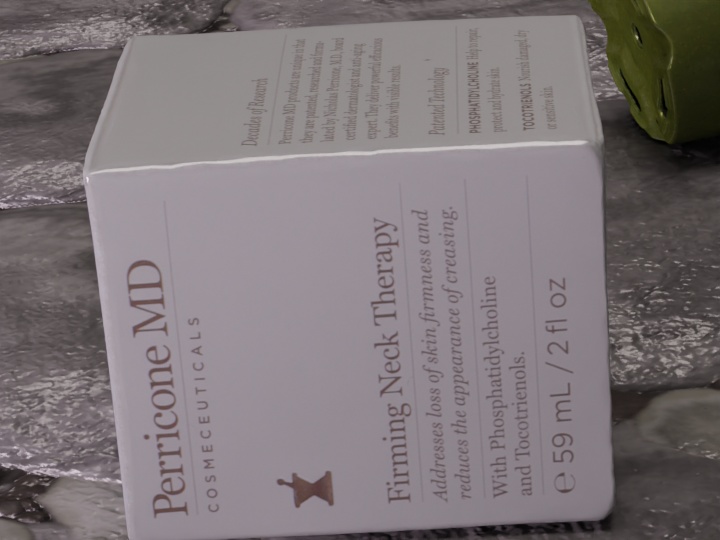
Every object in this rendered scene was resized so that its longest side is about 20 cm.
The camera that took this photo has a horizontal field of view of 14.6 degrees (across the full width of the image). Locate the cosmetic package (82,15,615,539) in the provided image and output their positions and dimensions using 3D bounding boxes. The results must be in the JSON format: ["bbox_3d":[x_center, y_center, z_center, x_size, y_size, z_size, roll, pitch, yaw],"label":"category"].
[{"bbox_3d":[0.000,0.000,1.163,0.199,0.168,0.166,-4,23,3],"label":"cosmetic package"}]

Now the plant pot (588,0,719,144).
[{"bbox_3d":[0.227,-0.156,1.509,0.190,0.200,0.200,-19,25,-8],"label":"plant pot"}]
